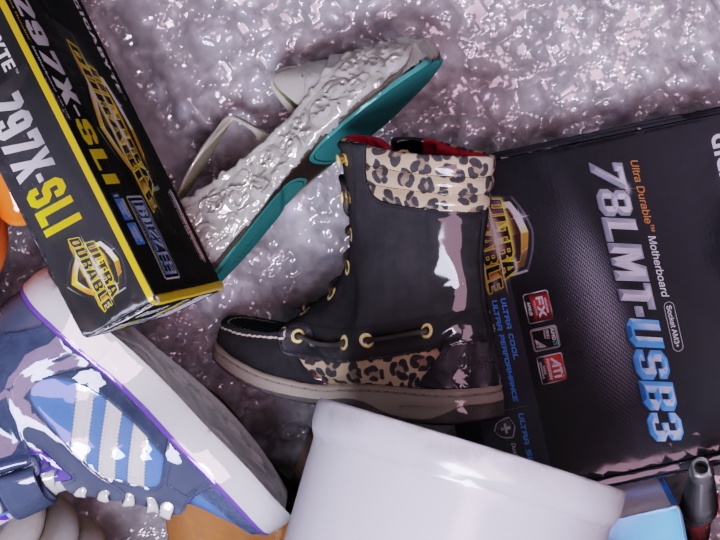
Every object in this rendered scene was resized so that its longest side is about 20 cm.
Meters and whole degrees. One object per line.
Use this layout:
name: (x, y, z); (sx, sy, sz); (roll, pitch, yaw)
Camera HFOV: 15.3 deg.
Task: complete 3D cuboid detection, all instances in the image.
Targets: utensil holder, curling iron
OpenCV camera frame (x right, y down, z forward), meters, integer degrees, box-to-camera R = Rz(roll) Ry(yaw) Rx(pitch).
utensil holder: (0.029, 0.186, 1.389); (0.169, 0.170, 0.201); (18, 87, -9)
curling iron: (0.202, 0.145, 1.543); (0.026, 0.200, 0.050); (-37, 64, -10)

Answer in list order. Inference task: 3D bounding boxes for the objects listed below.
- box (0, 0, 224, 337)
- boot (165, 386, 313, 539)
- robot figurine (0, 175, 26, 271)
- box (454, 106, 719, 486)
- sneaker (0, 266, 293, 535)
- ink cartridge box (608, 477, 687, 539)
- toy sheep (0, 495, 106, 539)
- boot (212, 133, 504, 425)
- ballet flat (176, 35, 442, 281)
box: (-0.152, -0.066, 1.427); (0.049, 0.160, 0.201); (-27, 88, 11)
boot: (-0.095, 0.154, 1.568); (0.199, 0.074, 0.156); (19, 107, -7)
robot figurine: (-0.259, -0.050, 1.463); (0.143, 0.117, 0.201); (-24, 122, -16)
box: (0.140, 0.022, 1.524); (0.197, 0.050, 0.201); (-11, 81, 1)
sneaker: (-0.152, 0.111, 1.473); (0.200, 0.081, 0.147); (43, 98, -6)
ink cartridge box: (0.134, 0.220, 1.574); (0.124, 0.129, 0.201); (-12, 106, -1)
toy sheep: (-0.202, 0.186, 1.538); (0.138, 0.138, 0.200); (-39, 117, 6)
boot: (0.000, 0.000, 1.493); (0.073, 0.199, 0.152); (-7, 103, -45)
ballet flat: (-0.045, -0.074, 1.513); (0.200, 0.072, 0.072); (-44, 104, 7)
